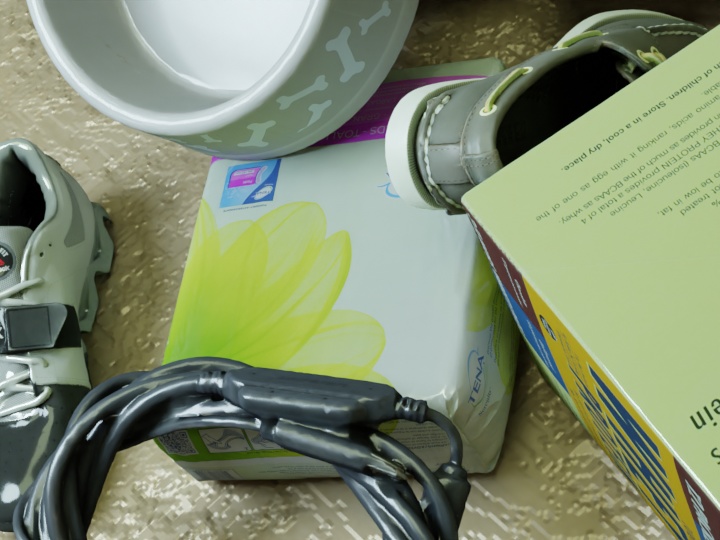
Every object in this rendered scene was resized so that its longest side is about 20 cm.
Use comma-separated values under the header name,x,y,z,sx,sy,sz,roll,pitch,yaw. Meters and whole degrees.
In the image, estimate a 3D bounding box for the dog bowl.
name,x,y,z,sx,sy,sz,roll,pitch,yaw
dog bowl,-0.070,-0.149,0.985,0.200,0.059,0.200,3,95,30

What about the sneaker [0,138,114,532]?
name,x,y,z,sx,sy,sz,roll,pitch,yaw
sneaker,-0.167,0.026,1.038,0.074,0.089,0.200,-12,53,13

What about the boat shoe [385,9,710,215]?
name,x,y,z,sx,sy,sz,roll,pitch,yaw
boat shoe,0.101,-0.070,0.956,0.202,0.072,0.060,-21,16,-39

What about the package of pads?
name,x,y,z,sx,sy,sz,roll,pitch,yaw
package of pads,0.000,0.000,0.998,0.154,0.068,0.200,-4,55,22

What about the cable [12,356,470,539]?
name,x,y,z,sx,sy,sz,roll,pitch,yaw
cable,-0.053,0.120,0.909,0.200,0.051,0.163,5,91,20

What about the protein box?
name,x,y,z,sx,sy,sz,roll,pitch,yaw
protein box,0.185,0.015,0.863,0.198,0.135,0.200,-34,49,-4
